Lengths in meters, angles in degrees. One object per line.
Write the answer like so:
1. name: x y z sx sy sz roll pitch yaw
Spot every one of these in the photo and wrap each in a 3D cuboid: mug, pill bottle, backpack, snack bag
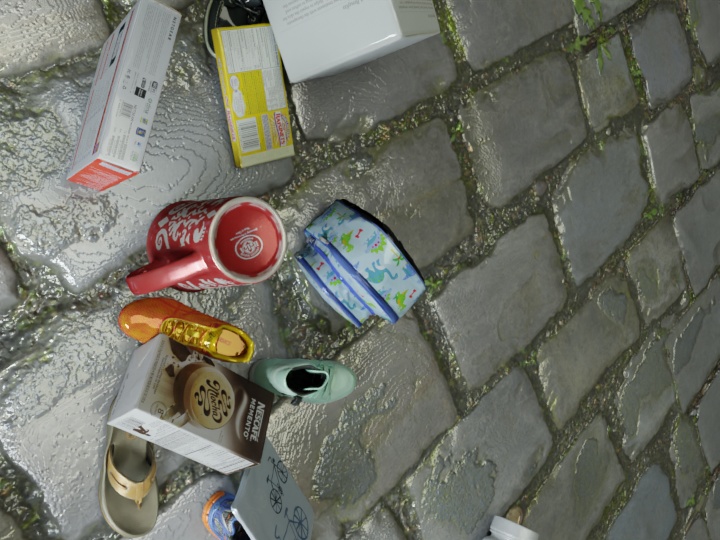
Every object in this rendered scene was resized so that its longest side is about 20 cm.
1. mug: -0.202 -0.018 0.802 0.133 0.199 0.179 40 67 -30
2. pill bottle: 0.287 0.617 1.218 0.114 0.113 0.201 36 69 -31
3. backpack: 0.000 0.000 0.955 0.147 0.200 0.183 -46 118 -6
4. snack bag: -0.128 0.364 0.894 0.021 0.189 0.201 -22 109 12

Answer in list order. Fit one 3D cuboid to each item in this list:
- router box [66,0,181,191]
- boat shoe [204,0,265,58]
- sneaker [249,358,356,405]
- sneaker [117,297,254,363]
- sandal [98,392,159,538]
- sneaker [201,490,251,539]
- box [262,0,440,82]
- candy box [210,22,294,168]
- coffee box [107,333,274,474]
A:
1. router box: -0.298 -0.211 0.745 0.049 0.179 0.202 17 80 -35
2. boat shoe: -0.174 -0.414 0.910 0.074 0.066 0.201 34 70 -33
3. sneaker: -0.064 0.181 0.955 0.199 0.118 0.075 11 81 -38
4. sneaker: -0.240 0.083 0.850 0.199 0.077 0.074 18 81 -34
5. sandal: -0.306 0.262 0.810 0.080 0.054 0.202 2 87 -38
6. sneaker: -0.156 0.417 0.908 0.200 0.078 0.076 48 64 -26
7. box: -0.013 -0.409 0.915 0.200 0.197 0.173 -40 115 -57
8. candy box: -0.161 -0.267 0.917 0.102 0.026 0.202 -23 116 -37
9. coffee box: -0.226 0.190 0.831 0.200 0.079 0.114 37 42 -32
